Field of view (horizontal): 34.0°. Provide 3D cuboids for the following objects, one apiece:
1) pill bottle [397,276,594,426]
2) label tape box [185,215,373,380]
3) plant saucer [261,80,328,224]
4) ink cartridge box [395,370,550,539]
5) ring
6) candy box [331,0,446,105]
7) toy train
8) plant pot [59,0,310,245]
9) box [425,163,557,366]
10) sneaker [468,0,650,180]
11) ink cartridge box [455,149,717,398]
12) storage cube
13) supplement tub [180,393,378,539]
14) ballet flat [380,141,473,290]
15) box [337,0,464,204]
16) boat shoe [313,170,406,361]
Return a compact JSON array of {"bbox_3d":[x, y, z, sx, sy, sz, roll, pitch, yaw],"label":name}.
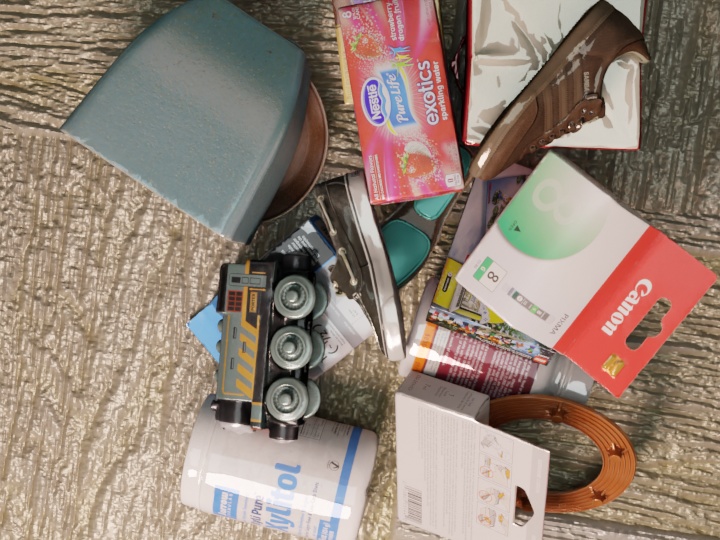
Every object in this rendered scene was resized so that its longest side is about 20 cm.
[{"bbox_3d":[0.149,0.091,1.274,0.199,0.114,0.115,19,99,3],"label":"pill bottle"},{"bbox_3d":[-0.084,0.056,1.317,0.200,0.066,0.144,-39,92,7],"label":"label tape box"},{"bbox_3d":[-0.132,-0.150,1.308,0.199,0.037,0.202,1,97,5],"label":"plant saucer"},{"bbox_3d":[0.123,0.218,1.255,0.175,0.045,0.201,18,132,23],"label":"ink cartridge box"},{"bbox_3d":[0.197,0.206,1.274,0.199,0.019,0.201,10,136,9],"label":"ring"},{"bbox_3d":[0.029,-0.286,1.266,0.116,0.056,0.202,-6,98,6],"label":"candy box"},{"bbox_3d":[-0.098,0.079,1.242,0.113,0.085,0.202,4,87,12],"label":"toy train"},{"bbox_3d":[-0.152,-0.164,1.202,0.195,0.196,0.201,32,90,1],"label":"plant pot"},{"bbox_3d":[0.163,-0.015,1.242,0.136,0.038,0.201,21,63,2],"label":"box"},{"bbox_3d":[0.184,-0.150,1.081,0.075,0.070,0.200,39,100,-2],"label":"sneaker"},{"bbox_3d":[0.215,0.006,1.140,0.200,0.050,0.161,40,108,13],"label":"ink cartridge box"},{"bbox_3d":[0.190,-0.210,1.198,0.198,0.180,0.173,3,98,4],"label":"storage cube"},{"bbox_3d":[-0.087,0.221,1.305,0.198,0.132,0.133,12,98,3],"label":"supplement tub"},{"bbox_3d":[0.062,-0.050,1.284,0.068,0.067,0.200,38,91,2],"label":"ballet flat"},{"bbox_3d":[0.044,-0.172,1.199,0.099,0.095,0.202,-9,93,7],"label":"box"},{"bbox_3d":[0.000,0.000,1.221,0.063,0.071,0.202,-16,84,5],"label":"boat shoe"}]
